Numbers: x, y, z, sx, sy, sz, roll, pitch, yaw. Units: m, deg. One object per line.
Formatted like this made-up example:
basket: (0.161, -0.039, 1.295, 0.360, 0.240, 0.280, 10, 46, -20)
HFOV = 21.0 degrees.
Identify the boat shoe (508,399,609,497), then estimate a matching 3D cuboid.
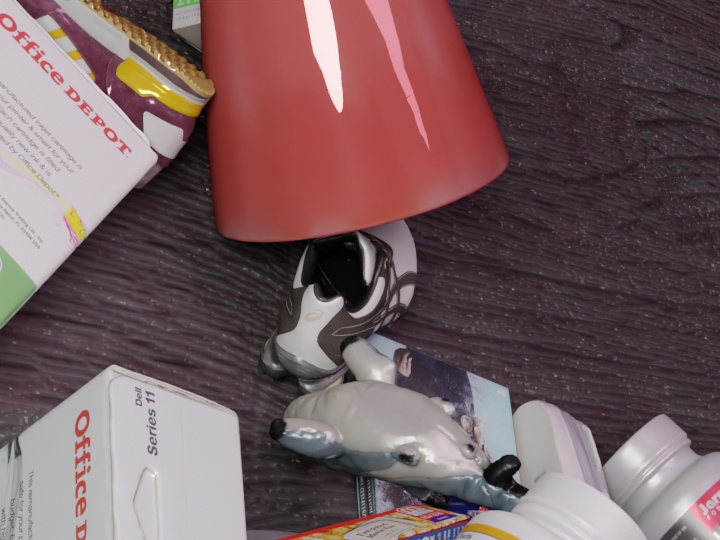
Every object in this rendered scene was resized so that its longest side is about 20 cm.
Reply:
boat shoe: (0.154, 0.186, 1.364, 0.068, 0.072, 0.200, 17, 41, -36)

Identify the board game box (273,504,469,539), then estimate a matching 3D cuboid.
board game box: (-0.018, 0.224, 1.098, 0.200, 0.046, 0.152, -5, 100, -49)

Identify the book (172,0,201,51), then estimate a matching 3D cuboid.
book: (-0.081, -0.243, 1.375, 0.134, 0.048, 0.200, 27, 59, -56)

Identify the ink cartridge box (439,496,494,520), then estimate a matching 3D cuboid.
ink cartridge box: (0.118, 0.219, 1.235, 0.037, 0.095, 0.200, -50, 117, -31)

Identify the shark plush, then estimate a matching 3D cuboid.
shark plush: (0.040, 0.111, 1.192, 0.083, 0.200, 0.091, 82, 28, -44)

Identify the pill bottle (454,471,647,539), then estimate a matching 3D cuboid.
pill bottle: (0.072, 0.209, 1.061, 0.109, 0.109, 0.200, 46, 69, -11)

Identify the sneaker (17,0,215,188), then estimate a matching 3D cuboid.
sneaker: (-0.192, -0.135, 1.232, 0.200, 0.090, 0.075, 36, 8, 18)

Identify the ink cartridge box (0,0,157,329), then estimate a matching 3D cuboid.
ink cartridge box: (-0.229, -0.052, 1.114, 0.145, 0.084, 0.200, 47, 38, -10)

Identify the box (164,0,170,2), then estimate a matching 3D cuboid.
box: (-0.147, -0.309, 1.431, 0.158, 0.048, 0.200, 44, 38, -12)

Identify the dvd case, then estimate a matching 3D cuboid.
dvd case: (0.056, 0.147, 1.320, 0.146, 0.022, 0.200, 24, 47, -34)

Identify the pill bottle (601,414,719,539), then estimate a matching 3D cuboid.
pill bottle: (0.263, 0.202, 1.408, 0.200, 0.111, 0.111, 45, 35, 16)

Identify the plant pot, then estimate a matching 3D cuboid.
plant pot: (-0.017, -0.132, 1.267, 0.200, 0.200, 0.178, -32, 112, -53)

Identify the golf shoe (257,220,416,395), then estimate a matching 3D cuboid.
golf shoe: (0.000, 0.000, 1.302, 0.078, 0.095, 0.200, 22, 38, 3)

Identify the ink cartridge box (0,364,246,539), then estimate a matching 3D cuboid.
ink cartridge box: (-0.144, 0.159, 0.946, 0.083, 0.200, 0.147, 22, 48, -36)

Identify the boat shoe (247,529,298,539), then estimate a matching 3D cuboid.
boat shoe: (-0.074, 0.191, 1.119, 0.200, 0.071, 0.064, -3, 99, -52)
